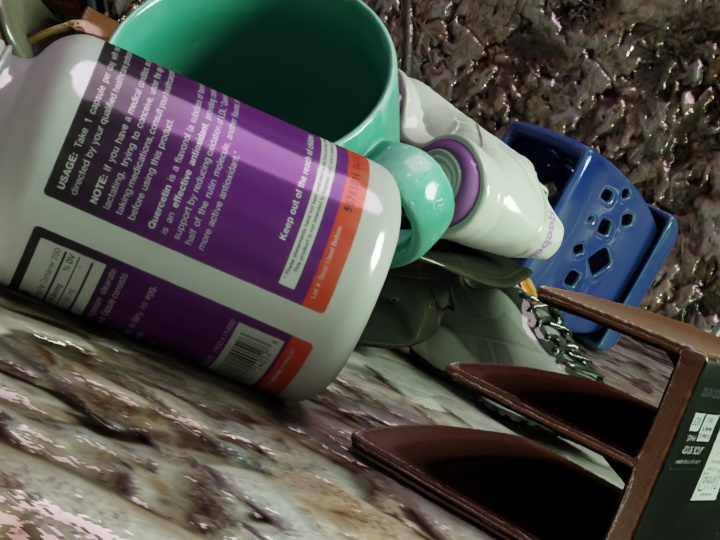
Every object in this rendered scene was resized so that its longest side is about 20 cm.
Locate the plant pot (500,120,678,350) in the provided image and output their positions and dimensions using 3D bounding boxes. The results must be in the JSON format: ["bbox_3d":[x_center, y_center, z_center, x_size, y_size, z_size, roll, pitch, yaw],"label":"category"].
[{"bbox_3d":[0.229,-0.030,1.822,0.179,0.201,0.200,29,2,-27],"label":"plant pot"}]

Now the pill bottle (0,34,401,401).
[{"bbox_3d":[-0.089,-0.028,0.693,0.198,0.113,0.112,24,5,-12],"label":"pill bottle"}]

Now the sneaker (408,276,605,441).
[{"bbox_3d":[0.104,0.051,0.991,0.074,0.080,0.200,22,7,-40],"label":"sneaker"}]

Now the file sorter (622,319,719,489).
[{"bbox_3d":[0.259,0.108,0.864,0.138,0.126,0.199,27,6,36],"label":"file sorter"}]

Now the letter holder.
[{"bbox_3d":[0.103,0.062,0.725,0.141,0.101,0.199,25,6,28],"label":"letter holder"}]

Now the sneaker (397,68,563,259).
[{"bbox_3d":[0.053,-0.058,0.984,0.099,0.075,0.200,22,17,-30],"label":"sneaker"}]

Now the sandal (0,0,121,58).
[{"bbox_3d":[-0.140,-0.103,0.881,0.200,0.054,0.082,46,21,-49],"label":"sandal"}]

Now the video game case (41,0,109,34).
[{"bbox_3d":[-0.238,-0.178,0.929,0.198,0.026,0.182,19,-34,12],"label":"video game case"}]

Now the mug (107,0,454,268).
[{"bbox_3d":[-0.049,-0.054,0.828,0.150,0.115,0.186,-14,49,-11],"label":"mug"}]

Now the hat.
[{"bbox_3d":[0.000,0.000,0.979,0.199,0.082,0.201,19,13,-5],"label":"hat"}]
